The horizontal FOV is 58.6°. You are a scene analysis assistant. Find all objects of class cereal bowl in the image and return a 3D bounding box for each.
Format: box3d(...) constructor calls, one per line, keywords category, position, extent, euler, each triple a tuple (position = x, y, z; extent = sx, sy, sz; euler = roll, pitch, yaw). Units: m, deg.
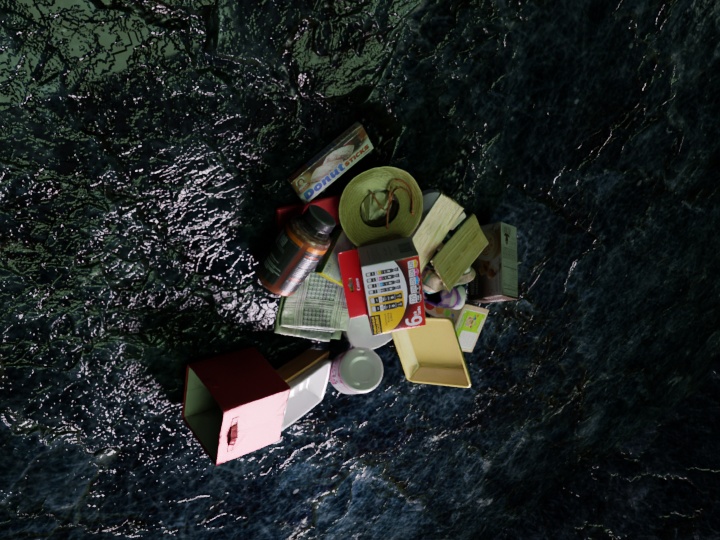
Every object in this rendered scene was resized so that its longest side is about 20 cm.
box3d(category="cereal bowl", position=(0.029, 0.104, 1.675), extent=(0.199, 0.083, 0.201), euler=(-20, 131, -24))

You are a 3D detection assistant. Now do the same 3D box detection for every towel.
box3d(category="towel", position=(-0.100, 0.069, 1.534), extent=(0.192, 0.034, 0.201), euler=(10, 97, -33))

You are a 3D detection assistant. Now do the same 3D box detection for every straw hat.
box3d(category="straw hat", position=(0.040, -0.144, 1.483), extent=(0.200, 0.085, 0.203), euler=(-2, 100, -13))

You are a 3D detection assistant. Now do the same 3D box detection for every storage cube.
box3d(category="storage cube", position=(-0.294, 0.309, 1.506), extent=(0.179, 0.200, 0.172), euler=(-11, 127, -39))

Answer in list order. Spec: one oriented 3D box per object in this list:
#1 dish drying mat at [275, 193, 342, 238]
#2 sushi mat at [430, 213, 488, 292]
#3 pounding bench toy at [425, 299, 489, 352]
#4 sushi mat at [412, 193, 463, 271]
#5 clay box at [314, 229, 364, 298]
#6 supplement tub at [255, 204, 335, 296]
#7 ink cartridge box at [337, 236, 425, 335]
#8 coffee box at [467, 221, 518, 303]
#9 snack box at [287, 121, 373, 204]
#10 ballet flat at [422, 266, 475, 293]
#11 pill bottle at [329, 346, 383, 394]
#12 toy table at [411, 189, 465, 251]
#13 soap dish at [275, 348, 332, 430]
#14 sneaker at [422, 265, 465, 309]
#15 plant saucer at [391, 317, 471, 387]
box3d(category="dish drying mat", position=(-0.100, -0.127, 1.452), extent=(0.199, 0.018, 0.077), euler=(-15, 130, -27))
box3d(category="sushi mat", position=(0.243, -0.045, 1.563), extent=(0.200, 0.012, 0.096), euler=(-46, 120, -31))
box3d(category="pounding bench toy", position=(0.220, 0.160, 1.739), extent=(0.124, 0.156, 0.201), euler=(14, 100, -47))
box3d(category="sushi mat", position=(0.163, -0.081, 1.509), extent=(0.095, 0.012, 0.201), euler=(22, 106, -42))
box3d(category="clay box", position=(0.000, 0.000, 1.535), extent=(0.199, 0.048, 0.115), euler=(31, 79, -28))
box3d(category="supplement tub", position=(-0.136, -0.046, 1.397), extent=(0.107, 0.107, 0.200), euler=(16, 123, -43))
box3d(category="ink cartridge box", position=(0.050, 0.042, 1.463), extent=(0.174, 0.084, 0.201), euler=(-12, 124, -2))
box3d(category="coffee box", position=(0.357, -0.019, 1.740), extent=(0.079, 0.114, 0.202), euler=(12, 75, -42))
box3d(category="snack box", position=(-0.064, -0.233, 1.395), extent=(0.200, 0.024, 0.072), euler=(-40, 137, -6))
box3d(category="ballet flat", position=(0.230, 0.004, 1.598), extent=(0.199, 0.068, 0.068), euler=(-22, 137, -44))
box3d(category="pill bottle", position=(-0.019, 0.263, 1.670), extent=(0.113, 0.114, 0.200), euler=(-28, 176, -18))
box3d(category="toy table", position=(0.159, -0.098, 1.601), extent=(0.184, 0.117, 0.200), euler=(30, 100, -46))
box3d(category="soap dish", position=(-0.166, 0.298, 1.633), extent=(0.200, 0.081, 0.158), euler=(-28, 140, -51))
box3d(category="sneaker", position=(0.171, 0.043, 1.651), extent=(0.088, 0.200, 0.081), euler=(-10, 117, -43))
box3d(category="plant saucer", position=(0.183, 0.196, 1.641), extent=(0.048, 0.199, 0.201), euler=(-39, 117, -43))
